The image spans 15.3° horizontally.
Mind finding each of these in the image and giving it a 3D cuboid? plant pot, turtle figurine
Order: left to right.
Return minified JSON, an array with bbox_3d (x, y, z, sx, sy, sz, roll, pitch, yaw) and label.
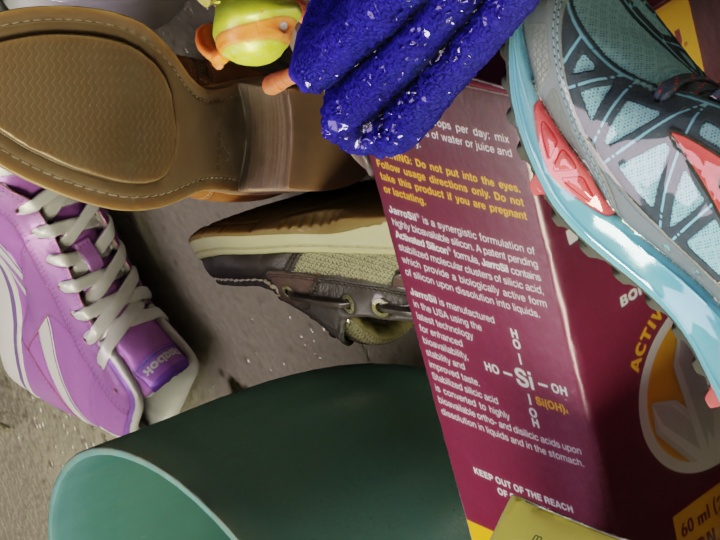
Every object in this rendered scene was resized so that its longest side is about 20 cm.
[{"bbox_3d":[-0.054,-0.134,0.928,0.200,0.064,0.161,98,155,-82],"label":"turtle figurine"},{"bbox_3d":[-0.006,0.129,1.104,0.201,0.161,0.201,35,140,37],"label":"plant pot"}]

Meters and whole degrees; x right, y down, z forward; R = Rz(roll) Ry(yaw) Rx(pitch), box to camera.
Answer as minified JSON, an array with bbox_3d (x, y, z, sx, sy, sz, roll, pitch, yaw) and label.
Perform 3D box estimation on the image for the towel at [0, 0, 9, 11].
[{"bbox_3d":[-0.183,-0.169,1.175,0.200,0.035,0.193,60,-172,4],"label":"towel"}]

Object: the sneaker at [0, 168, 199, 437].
[{"bbox_3d":[-0.125,0.000,1.275,0.114,0.073,0.201,31,147,35],"label":"sneaker"}]

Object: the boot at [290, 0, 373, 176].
[{"bbox_3d":[0.002,-0.128,1.000,0.146,0.070,0.200,157,99,-70],"label":"boot"}]

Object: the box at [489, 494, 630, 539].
[{"bbox_3d":[0.097,0.149,0.903,0.075,0.050,0.200,20,159,29],"label":"box"}]

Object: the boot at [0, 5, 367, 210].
[{"bbox_3d":[-0.111,-0.059,1.090,0.155,0.200,0.074,5,85,55],"label":"boot"}]

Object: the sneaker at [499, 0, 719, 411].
[{"bbox_3d":[0.125,-0.021,0.774,0.200,0.079,0.096,53,132,6],"label":"sneaker"}]

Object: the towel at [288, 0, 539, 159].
[{"bbox_3d":[0.041,-0.144,0.814,0.050,0.200,0.148,25,148,-10],"label":"towel"}]

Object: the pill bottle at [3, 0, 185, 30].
[{"bbox_3d":[-0.103,-0.193,1.050,0.112,0.112,0.200,40,141,32],"label":"pill bottle"}]

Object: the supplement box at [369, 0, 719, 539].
[{"bbox_3d":[0.082,-0.003,0.917,0.086,0.110,0.200,18,132,48],"label":"supplement box"}]

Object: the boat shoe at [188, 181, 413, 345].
[{"bbox_3d":[0.000,0.000,1.084,0.200,0.073,0.065,-3,106,56],"label":"boat shoe"}]
